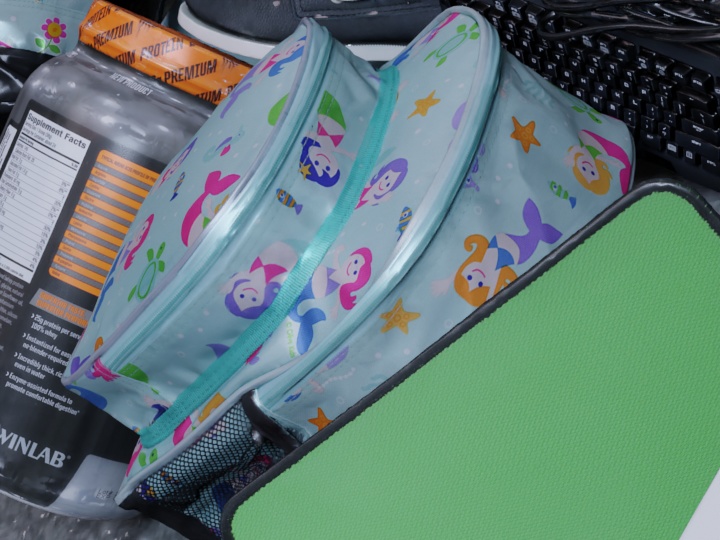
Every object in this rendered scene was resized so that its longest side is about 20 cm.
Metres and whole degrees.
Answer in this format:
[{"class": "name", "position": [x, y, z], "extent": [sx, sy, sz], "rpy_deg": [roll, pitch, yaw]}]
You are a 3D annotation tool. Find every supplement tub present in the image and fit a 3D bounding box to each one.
[{"class": "supplement tub", "position": [-0.108, -0.005, 0.951], "extent": [0.122, 0.122, 0.200], "rpy_deg": [30, 97, 51]}]

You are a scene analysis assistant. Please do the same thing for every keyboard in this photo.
[{"class": "keyboard", "position": [0.095, -0.068, 0.795], "extent": [0.200, 0.104, 0.040], "rpy_deg": [26, 55, 37]}]

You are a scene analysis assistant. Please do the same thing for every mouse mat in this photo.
[{"class": "mouse mat", "position": [0.072, 0.085, 0.718], "extent": [0.200, 0.161, 0.008], "rpy_deg": [-38, 5, 20]}]

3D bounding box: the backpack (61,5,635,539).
[{"class": "backpack", "position": [0.000, 0.000, 0.805], "extent": [0.200, 0.150, 0.178], "rpy_deg": [-32, 26, 42]}]

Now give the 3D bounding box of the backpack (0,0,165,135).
[{"class": "backpack", "position": [-0.169, -0.163, 1.098], "extent": [0.167, 0.126, 0.201], "rpy_deg": [-10, 73, 63]}]

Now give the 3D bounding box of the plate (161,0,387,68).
[{"class": "plate", "position": [-0.033, -0.097, 1.045], "extent": [0.200, 0.026, 0.201], "rpy_deg": [-26, 47, 32]}]

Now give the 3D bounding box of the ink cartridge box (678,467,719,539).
[{"class": "ink cartridge box", "position": [0.181, 0.099, 0.583], "extent": [0.145, 0.147, 0.200], "rpy_deg": [23, 81, 51]}]

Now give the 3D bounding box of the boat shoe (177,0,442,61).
[{"class": "boat shoe", "position": [0.014, -0.118, 0.931], "extent": [0.199, 0.060, 0.076], "rpy_deg": [8, 28, 21]}]
